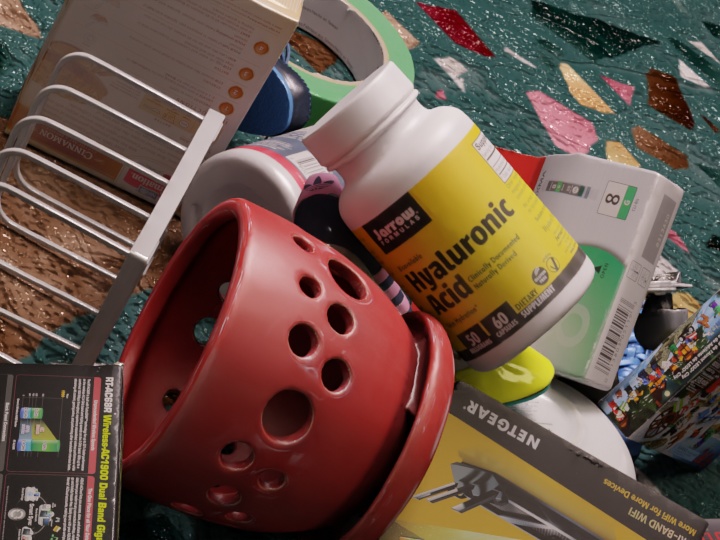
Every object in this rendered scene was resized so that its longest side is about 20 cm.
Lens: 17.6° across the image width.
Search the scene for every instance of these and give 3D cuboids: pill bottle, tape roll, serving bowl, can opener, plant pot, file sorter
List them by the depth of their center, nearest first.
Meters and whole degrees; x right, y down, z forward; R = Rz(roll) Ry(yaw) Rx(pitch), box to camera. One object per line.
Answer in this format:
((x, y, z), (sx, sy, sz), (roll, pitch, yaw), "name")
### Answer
((-0.048, 0.078, 1.515), (0.182, 0.201, 0.201), (25, 34, -16), "plant pot")
((0.055, -0.039, 1.564), (0.200, 0.111, 0.111), (48, 33, -6), "pill bottle")
((-0.197, -0.035, 1.590), (0.124, 0.139, 0.200), (27, 34, -4), "file sorter")
((0.109, 0.126, 1.664), (0.199, 0.066, 0.200), (12, 33, -8), "serving bowl")
((-0.030, -0.049, 1.762), (0.120, 0.120, 0.200), (46, 35, 18), "pill bottle")
((0.187, 0.034, 1.795), (0.053, 0.200, 0.067), (-2, 85, -25), "can opener")
((-0.051, -0.191, 1.991), (0.200, 0.048, 0.201), (23, 34, -16), "tape roll")

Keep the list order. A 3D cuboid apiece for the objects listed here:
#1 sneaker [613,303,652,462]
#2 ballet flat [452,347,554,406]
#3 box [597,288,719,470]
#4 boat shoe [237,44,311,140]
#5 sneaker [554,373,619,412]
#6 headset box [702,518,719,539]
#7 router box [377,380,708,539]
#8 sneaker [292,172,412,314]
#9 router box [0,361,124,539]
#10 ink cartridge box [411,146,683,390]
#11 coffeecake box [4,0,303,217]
((0.204, 0.067, 1.852), (0.066, 0.079, 0.201), (25, 36, -16), "sneaker")
((0.034, 0.062, 1.635), (0.199, 0.067, 0.067), (-3, 33, 10), "ballet flat")
((0.270, 0.082, 1.767), (0.038, 0.137, 0.200), (51, 12, 24), "box")
((-0.093, -0.162, 1.842), (0.068, 0.085, 0.200), (-1, 26, -39), "boat shoe")
((0.118, 0.053, 1.801), (0.088, 0.074, 0.200), (-23, 47, -26), "sneaker")
((0.298, 0.261, 1.684), (0.148, 0.075, 0.200), (4, 43, -36), "headset box")
((0.110, 0.191, 1.555), (0.199, 0.052, 0.158), (29, 75, -6), "router box")
((0.000, 0.000, 1.666), (0.070, 0.200, 0.082), (-5, 65, 12), "sneaker")
((-0.216, 0.139, 1.372), (0.149, 0.062, 0.201), (1, 40, -4), "router box")
((0.125, -0.013, 1.737), (0.199, 0.162, 0.050), (17, -7, 36), "ink cartridge box")
((-0.152, -0.160, 1.726), (0.153, 0.200, 0.073), (26, 34, -12), "coffeecake box")
